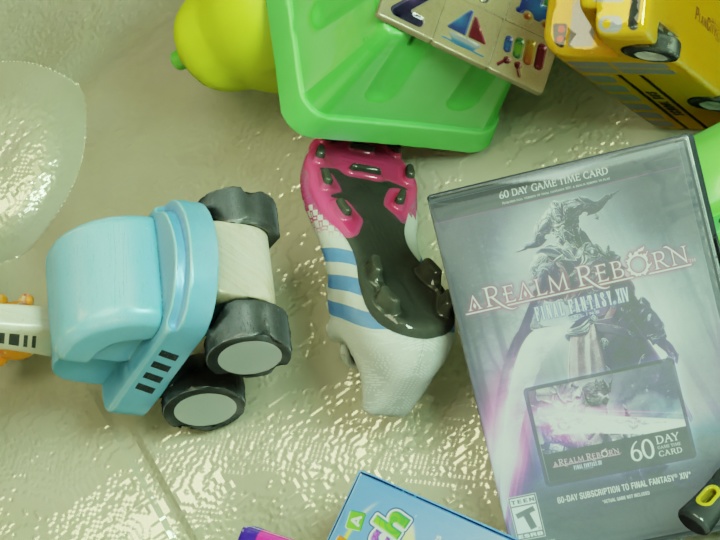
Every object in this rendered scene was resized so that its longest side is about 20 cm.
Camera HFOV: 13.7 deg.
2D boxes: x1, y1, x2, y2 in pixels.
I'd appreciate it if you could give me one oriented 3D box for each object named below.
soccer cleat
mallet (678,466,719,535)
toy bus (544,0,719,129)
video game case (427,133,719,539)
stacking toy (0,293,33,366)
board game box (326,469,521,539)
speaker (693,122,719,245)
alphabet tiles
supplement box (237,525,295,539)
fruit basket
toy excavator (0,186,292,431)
[{"bbox_3d":[0.000,0.000,1.654,0.070,0.086,0.200,7,35,-18],"label":"soccer cleat"},{"bbox_3d":[0.220,0.055,1.503,0.200,0.041,0.066,-38,50,-20],"label":"mallet"},{"bbox_3d":[0.154,-0.126,1.561,0.078,0.200,0.065,4,81,25],"label":"toy bus"},{"bbox_3d":[0.124,0.043,1.534,0.143,0.019,0.200,-13,93,19],"label":"video game case"},{"bbox_3d":[-0.268,0.005,1.770,0.200,0.110,0.116,22,84,22],"label":"stacking toy"},{"bbox_3d":[0.052,0.206,1.521,0.200,0.037,0.151,22,83,32],"label":"board game box"},{"bbox_3d":[0.184,-0.031,1.571,0.200,0.088,0.088,-27,55,10],"label":"speaker"},{"bbox_3d":[0.080,-0.196,1.639,0.166,0.006,0.200,24,60,-10],"label":"alphabet tiles"},{"bbox_3d":[0.028,0.207,1.450,0.200,0.103,0.101,16,79,33],"label":"supplement box"},{"bbox_3d":[-0.009,-0.158,1.707,0.216,0.155,0.216,-15,73,61],"label":"fruit basket"},{"bbox_3d":[-0.161,0.027,1.660,0.194,0.200,0.100,130,143,-49],"label":"toy excavator"}]
